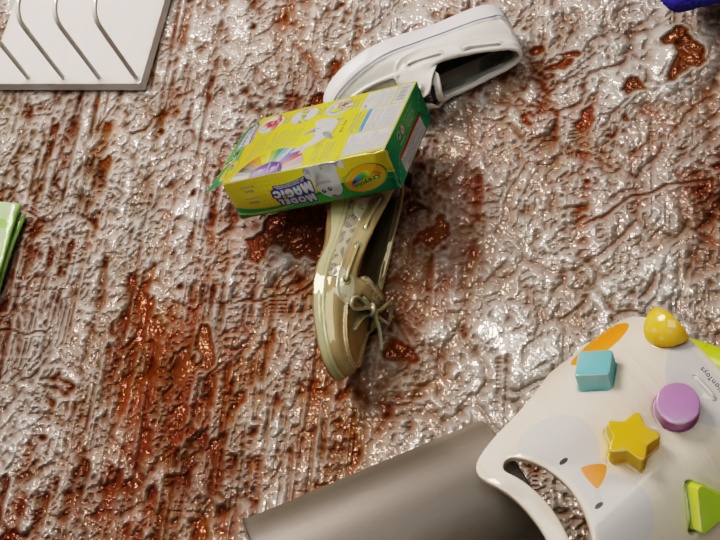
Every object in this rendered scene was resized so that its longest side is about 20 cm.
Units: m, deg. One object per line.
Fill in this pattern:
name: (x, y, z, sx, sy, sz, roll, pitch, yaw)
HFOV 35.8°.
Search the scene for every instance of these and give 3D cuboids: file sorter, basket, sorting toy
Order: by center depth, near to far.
sorting toy: (0.184, 0.139, 0.790, 0.179, 0.107, 0.201, -30, 63, -18)
basket: (0.038, 0.214, 0.849, 0.198, 0.136, 0.182, -32, 91, -6)
file sorter: (-0.329, -0.290, 1.209, 0.197, 0.125, 0.141, 3, 65, 18)

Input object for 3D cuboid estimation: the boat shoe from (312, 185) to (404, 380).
boat shoe: (0.000, 0.000, 0.998, 0.062, 0.073, 0.203, -3, 63, 18)

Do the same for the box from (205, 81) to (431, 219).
box: (-0.042, -0.108, 1.037, 0.197, 0.049, 0.118, -7, 36, 27)

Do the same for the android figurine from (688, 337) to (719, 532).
android figurine: (0.244, 0.138, 0.876, 0.197, 0.041, 0.184, 15, 71, 20)

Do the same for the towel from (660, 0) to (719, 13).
towel: (0.370, -0.308, 0.988, 0.199, 0.050, 0.149, -7, 45, 50)

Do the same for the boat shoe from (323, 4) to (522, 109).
boat shoe: (0.060, -0.188, 1.071, 0.198, 0.074, 0.066, -27, 56, 4)

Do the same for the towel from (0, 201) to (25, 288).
towel: (-0.456, -0.005, 1.169, 0.197, 0.031, 0.151, 4, 69, 16)
